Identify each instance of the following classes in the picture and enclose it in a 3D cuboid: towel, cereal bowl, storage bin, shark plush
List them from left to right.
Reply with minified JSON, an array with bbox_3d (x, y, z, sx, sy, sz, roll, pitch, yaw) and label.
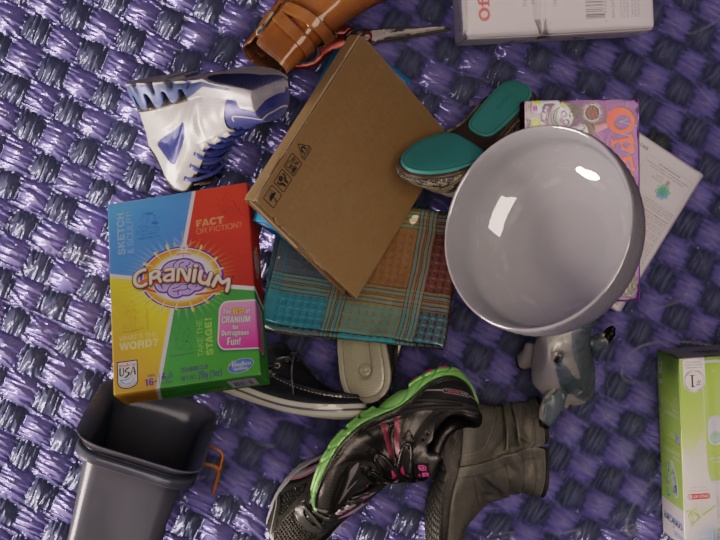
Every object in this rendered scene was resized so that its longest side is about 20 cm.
[{"bbox_3d":[-0.217,0.213,1.365,0.144,0.200,0.136,17,103,-5],"label":"storage bin"},{"bbox_3d":[0.000,0.000,1.399,0.197,0.022,0.149,6,74,15],"label":"towel"},{"bbox_3d":[0.183,-0.032,1.308,0.198,0.083,0.203,-11,71,34],"label":"cereal bowl"},{"bbox_3d":[0.219,0.067,1.401,0.082,0.091,0.202,-5,127,-15],"label":"shark plush"}]

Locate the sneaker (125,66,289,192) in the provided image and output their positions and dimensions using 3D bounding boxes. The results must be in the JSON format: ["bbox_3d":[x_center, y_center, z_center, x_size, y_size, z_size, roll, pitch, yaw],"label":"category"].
[{"bbox_3d":[-0.147,-0.139,1.376,0.080,0.197,0.117,-26,114,-45],"label":"sneaker"}]

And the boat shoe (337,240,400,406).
[{"bbox_3d":[0.009,0.040,1.434,0.071,0.068,0.203,-2,79,16],"label":"boat shoe"}]

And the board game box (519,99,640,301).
[{"bbox_3d":[0.220,-0.069,1.384,0.118,0.032,0.203,-2,92,-6],"label":"board game box"}]

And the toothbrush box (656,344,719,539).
[{"bbox_3d":[0.396,0.182,1.454,0.143,0.086,0.203,-2,94,-4],"label":"toothbrush box"}]

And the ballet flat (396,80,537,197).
[{"bbox_3d":[0.110,-0.118,1.395,0.067,0.076,0.199,32,52,27],"label":"ballet flat"}]

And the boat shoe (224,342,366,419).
[{"bbox_3d":[-0.081,0.106,1.390,0.198,0.074,0.063,16,91,28],"label":"boat shoe"}]

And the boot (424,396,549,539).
[{"bbox_3d":[0.138,0.232,1.450,0.129,0.068,0.203,4,94,-10],"label":"boot"}]

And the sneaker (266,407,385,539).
[{"bbox_3d":[-0.021,0.218,1.423,0.080,0.086,0.200,41,89,-5],"label":"sneaker"}]

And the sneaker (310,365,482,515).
[{"bbox_3d":[0.035,0.175,1.346,0.199,0.077,0.084,-37,64,-5],"label":"sneaker"}]

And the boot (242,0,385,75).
[{"bbox_3d":[-0.026,-0.253,1.336,0.155,0.199,0.074,-46,110,-15],"label":"boot"}]

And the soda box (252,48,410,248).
[{"bbox_3d":[-0.028,-0.122,1.387,0.064,0.067,0.202,33,76,-35],"label":"soda box"}]

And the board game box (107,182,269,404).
[{"bbox_3d":[-0.173,0.022,1.377,0.151,0.040,0.203,-9,70,7],"label":"board game box"}]

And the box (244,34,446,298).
[{"bbox_3d":[-0.006,-0.100,1.348,0.163,0.021,0.201,44,69,-35],"label":"box"}]

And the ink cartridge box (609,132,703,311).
[{"bbox_3d":[0.242,-0.050,1.435,0.135,0.076,0.202,32,89,-3],"label":"ink cartridge box"}]

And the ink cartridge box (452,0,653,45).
[{"bbox_3d":[0.192,-0.312,1.415,0.197,0.083,0.149,-3,93,-5],"label":"ink cartridge box"}]

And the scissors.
[{"bbox_3d":[-0.006,-0.237,1.441,0.197,0.014,0.074,9,90,-6],"label":"scissors"}]
